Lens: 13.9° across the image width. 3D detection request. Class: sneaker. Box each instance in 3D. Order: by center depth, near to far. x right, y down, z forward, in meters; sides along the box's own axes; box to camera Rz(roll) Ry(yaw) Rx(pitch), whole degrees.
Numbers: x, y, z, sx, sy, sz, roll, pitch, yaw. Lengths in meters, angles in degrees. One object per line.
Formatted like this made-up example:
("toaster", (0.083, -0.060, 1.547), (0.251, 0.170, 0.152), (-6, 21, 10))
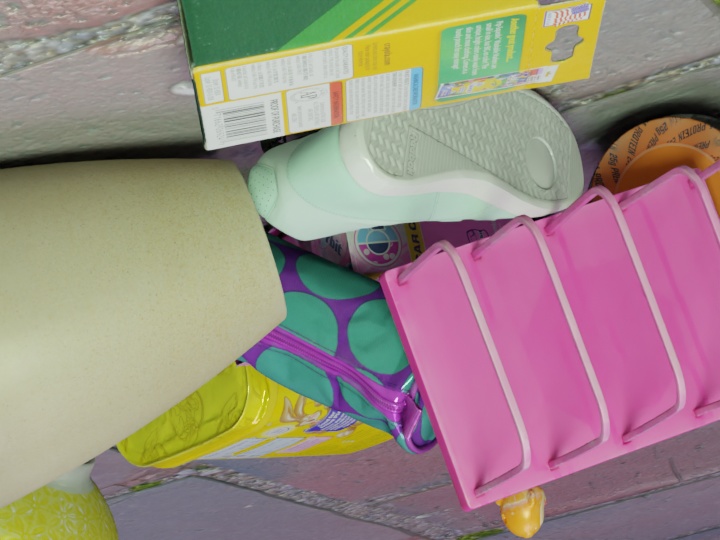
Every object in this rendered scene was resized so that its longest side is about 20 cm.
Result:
("sneaker", (0.028, -0.057, 1.647), (0.200, 0.074, 0.118), (3, 165, -45))

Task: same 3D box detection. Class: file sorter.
("file sorter", (0.138, 0.026, 1.598), (0.200, 0.139, 0.125), (-18, 174, -17))

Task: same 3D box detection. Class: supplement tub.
("supplement tub", (0.206, -0.024, 1.796), (0.122, 0.123, 0.200), (-15, 164, 12))

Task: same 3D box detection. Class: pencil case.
("pencil case", (-0.036, 0.032, 1.699), (0.200, 0.085, 0.092), (23, -156, 18))

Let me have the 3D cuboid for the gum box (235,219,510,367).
("gum box", (0.000, 0.000, 1.834), (0.113, 0.066, 0.200), (-5, 163, -27))

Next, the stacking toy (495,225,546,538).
("stacking toy", (0.093, 0.076, 1.927), (0.110, 0.200, 0.116), (-7, 164, -16))

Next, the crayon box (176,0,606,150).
("crayon box", (0.014, -0.117, 1.444), (0.200, 0.052, 0.126), (-10, 165, -3))

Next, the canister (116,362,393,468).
("canister", (-0.055, 0.083, 2.067), (0.200, 0.087, 0.148), (2, 160, -45))

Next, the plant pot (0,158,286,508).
("plant pot", (-0.148, 0.016, 1.605), (0.200, 0.188, 0.187), (-19, 166, -7))

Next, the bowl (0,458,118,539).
("bowl", (-0.249, 0.166, 2.137), (0.200, 0.200, 0.108), (12, 110, -56))
